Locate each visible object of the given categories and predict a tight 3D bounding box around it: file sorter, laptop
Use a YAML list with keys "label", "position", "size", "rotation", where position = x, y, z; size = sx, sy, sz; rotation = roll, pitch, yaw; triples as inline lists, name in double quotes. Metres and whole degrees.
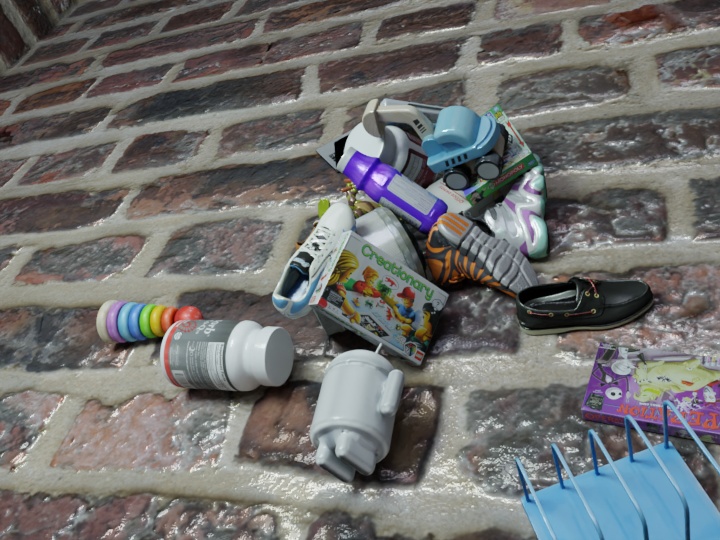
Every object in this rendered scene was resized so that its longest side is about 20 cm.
- label: "file sorter"
  position: [0.291, 0.255, 0.814]
  size: [0.199, 0.123, 0.139]
  rotation: [-22, 39, 2]
- label: "laptop"
  position: [0.000, -0.316, 1.599]
  size: [0.187, 0.116, 0.200]
  rotation: [-30, 40, -9]

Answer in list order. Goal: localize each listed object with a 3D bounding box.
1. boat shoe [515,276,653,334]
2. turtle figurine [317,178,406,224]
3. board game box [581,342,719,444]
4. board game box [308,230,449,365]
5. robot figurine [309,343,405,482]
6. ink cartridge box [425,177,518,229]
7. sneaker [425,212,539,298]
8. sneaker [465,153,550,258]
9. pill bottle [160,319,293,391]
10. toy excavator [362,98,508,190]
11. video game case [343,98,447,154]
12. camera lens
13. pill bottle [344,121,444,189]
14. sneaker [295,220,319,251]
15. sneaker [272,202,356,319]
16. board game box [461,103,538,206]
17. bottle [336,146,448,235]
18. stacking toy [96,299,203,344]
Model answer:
- label: "boat shoe"
  position: [0.333, 0.046, 1.078]
  size: [0.200, 0.063, 0.074]
  rotation: [-10, 39, 13]
- label: "turtle figurine"
  position: [-0.002, -0.113, 1.336]
  size: [0.161, 0.065, 0.200]
  rotation: [-12, 40, -46]
- label: "board game box"
  position: [0.403, 0.159, 0.944]
  size: [0.199, 0.032, 0.120]
  rotation: [5, 51, 30]
- label: "board game box"
  position: [0.032, 0.045, 1.100]
  size: [0.035, 0.200, 0.127]
  rotation: [-12, 50, 61]
- label: "robot figurine"
  position: [-0.006, 0.196, 1.028]
  size: [0.169, 0.113, 0.201]
  rotation: [-27, 33, 35]
- label: "ink cartridge box"
  position: [0.209, -0.137, 1.335]
  size: [0.200, 0.067, 0.117]
  rotation: [-32, 41, -12]
- label: "sneaker"
  position: [0.194, -0.003, 1.190]
  size: [0.200, 0.112, 0.078]
  rotation: [40, 50, 12]
- label: "sneaker"
  position: [0.251, -0.112, 1.246]
  size: [0.139, 0.078, 0.201]
  rotation: [-5, 59, 17]
- label: "pill bottle"
  position: [-0.219, 0.140, 1.192]
  size: [0.199, 0.116, 0.116]
  rotation: [-1, 44, 24]
- label: "toy excavator"
  position: [0.128, -0.235, 1.224]
  size: [0.194, 0.200, 0.100]
  rotation: [-16, 41, 38]
- label: "video game case"
  position: [0.087, -0.262, 1.401]
  size: [0.181, 0.200, 0.022]
  rotation: [2, 70, -24]
- label: "camera lens"
  position: [0.000, 0.000, 1.208]
  size: [0.199, 0.160, 0.160]
  rotation: [-28, 39, -6]
- label: "pill bottle"
  position: [0.070, -0.203, 1.355]
  size: [0.114, 0.200, 0.115]
  rotation: [-13, 71, 40]
- label: "sneaker"
  position: [-0.035, -0.072, 1.367]
  size: [0.200, 0.085, 0.073]
  rotation: [-35, 39, -18]
- label: "sneaker"
  position: [-0.067, -0.020, 1.100]
  size: [0.072, 0.073, 0.201]
  rotation: [23, 75, 22]
- label: "board game box"
  position: [0.227, -0.212, 1.305]
  size: [0.134, 0.029, 0.200]
  rotation: [-33, 35, 14]
- label: "bottle"
  position: [0.053, -0.138, 1.232]
  size: [0.200, 0.084, 0.065]
  rotation: [34, 89, 2]
- label: "stacking toy"
  position: [-0.389, 0.098, 1.356]
  size: [0.199, 0.086, 0.086]
  rotation: [-1, 44, 17]
